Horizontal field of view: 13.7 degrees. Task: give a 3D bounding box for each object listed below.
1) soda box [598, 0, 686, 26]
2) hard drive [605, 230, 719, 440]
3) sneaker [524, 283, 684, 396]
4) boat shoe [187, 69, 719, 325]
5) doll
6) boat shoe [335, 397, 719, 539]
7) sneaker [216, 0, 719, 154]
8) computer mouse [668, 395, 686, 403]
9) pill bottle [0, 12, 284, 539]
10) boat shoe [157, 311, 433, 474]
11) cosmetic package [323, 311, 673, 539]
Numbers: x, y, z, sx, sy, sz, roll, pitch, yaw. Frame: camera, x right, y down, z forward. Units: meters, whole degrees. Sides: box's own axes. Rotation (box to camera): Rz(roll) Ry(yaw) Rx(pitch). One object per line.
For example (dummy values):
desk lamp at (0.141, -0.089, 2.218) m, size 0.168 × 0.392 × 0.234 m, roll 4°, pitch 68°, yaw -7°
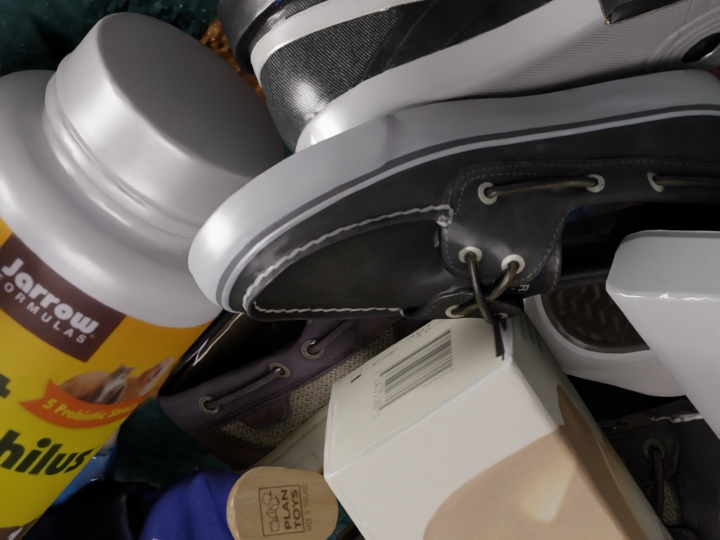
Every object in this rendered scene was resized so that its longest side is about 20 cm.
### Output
soda box at (0.085, -0.152, 0.864) m, size 0.063 × 0.200 × 0.071 m, roll -16°, pitch 120°, yaw 10°
hard drive at (0.177, 0.054, 0.949) m, size 0.132 × 0.026 × 0.200 m, roll 2°, pitch 148°, yaw 35°
sneaker at (0.142, 0.006, 1.052) m, size 0.199 × 0.085 × 0.073 m, roll 2°, pitch 79°, yaw -15°
boat shoe at (0.045, -0.015, 0.932) m, size 0.200 × 0.057 × 0.069 m, roll -15°, pitch 148°, yaw -26°
doll at (-0.080, 0.106, 1.072) m, size 0.200 × 0.048 × 0.137 m, roll -15°, pitch 87°, yaw 52°
boat shoe at (0.083, 0.090, 1.045) m, size 0.200 × 0.066 × 0.072 m, roll -15°, pitch 86°, yaw 3°
sneaker at (0.049, -0.107, 0.971) m, size 0.200 × 0.112 × 0.073 m, roll -22°, pitch 156°, yaw -20°
computer mouse at (0.198, 0.058, 1.088) m, size 0.199 × 0.034 × 0.059 m, roll -12°, pitch 120°, yaw 9°
pill bottle at (-0.115, 0.009, 1.023) m, size 0.109 × 0.109 × 0.200 m, roll 33°, pitch 117°, yaw -17°
boat shoe at (0.000, 0.000, 1.038) m, size 0.065 × 0.072 × 0.200 m, roll 28°, pitch 124°, yaw -20°
cosmetic package at (0.071, 0.112, 0.966) m, size 0.071 × 0.105 × 0.200 m, roll -32°, pitch 103°, yaw 9°
